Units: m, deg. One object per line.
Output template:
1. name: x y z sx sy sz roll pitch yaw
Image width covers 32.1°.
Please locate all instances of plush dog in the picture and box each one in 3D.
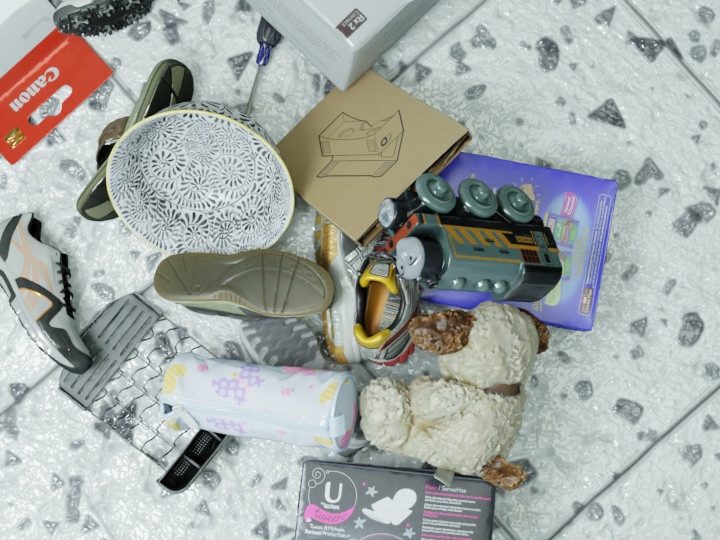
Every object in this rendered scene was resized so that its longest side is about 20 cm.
1. plush dog: 0.119 0.114 1.266 0.200 0.160 0.172 1 107 -42

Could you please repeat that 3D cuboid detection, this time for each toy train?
1. toy train: 0.111 -0.028 1.244 0.200 0.085 0.114 5 54 -35

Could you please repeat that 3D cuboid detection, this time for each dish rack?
1. dish rack: -0.225 0.126 1.359 0.200 0.055 0.153 38 85 3

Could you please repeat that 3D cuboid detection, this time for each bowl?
1. bowl: -0.164 -0.112 1.343 0.200 0.201 0.094 3 40 4

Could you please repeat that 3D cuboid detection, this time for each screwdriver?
1. screwdriver: -0.116 -0.215 1.408 0.028 0.029 0.200 15 92 0

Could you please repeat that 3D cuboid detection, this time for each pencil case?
1. pencil case: -0.102 0.133 1.265 0.200 0.091 0.083 5 92 16

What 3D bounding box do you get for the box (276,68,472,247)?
1. box: 0.002 -0.128 1.336 0.163 0.021 0.200 -45 45 -5

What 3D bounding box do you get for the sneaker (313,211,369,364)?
1. sneaker: 0.000 0.000 1.372 0.088 0.076 0.200 -5 91 -14

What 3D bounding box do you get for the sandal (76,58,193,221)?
1. sandal: -0.251 -0.143 1.379 0.057 0.080 0.201 25 83 29

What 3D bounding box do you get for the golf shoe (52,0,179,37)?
1. golf shoe: -0.259 -0.330 1.389 0.200 0.078 0.095 -28 83 -15

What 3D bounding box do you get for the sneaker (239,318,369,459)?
1. sneaker: -0.067 0.127 1.352 0.075 0.082 0.200 -28 66 -32

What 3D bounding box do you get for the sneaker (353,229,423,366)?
1. sneaker: 0.039 -0.004 1.289 0.078 0.082 0.200 5 79 20

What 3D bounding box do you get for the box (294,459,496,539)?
1. box: 0.033 0.262 1.312 0.200 0.132 0.115 7 82 0

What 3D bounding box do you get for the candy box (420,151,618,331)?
1. candy box: 0.163 -0.033 1.366 0.200 0.077 0.169 11 87 -1

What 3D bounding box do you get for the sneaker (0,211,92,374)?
1. sneaker: -0.340 0.021 1.349 0.080 0.074 0.200 -34 78 -9

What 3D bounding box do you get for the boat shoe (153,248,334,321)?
1. boat shoe: -0.120 0.018 1.348 0.201 0.066 0.072 3 75 13

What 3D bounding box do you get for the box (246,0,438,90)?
1. box: -0.016 -0.341 1.347 0.200 0.131 0.199 44 76 3

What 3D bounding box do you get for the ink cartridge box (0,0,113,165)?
1. ink cartridge box: -0.401 -0.243 1.389 0.160 0.047 0.200 -43 85 -4
